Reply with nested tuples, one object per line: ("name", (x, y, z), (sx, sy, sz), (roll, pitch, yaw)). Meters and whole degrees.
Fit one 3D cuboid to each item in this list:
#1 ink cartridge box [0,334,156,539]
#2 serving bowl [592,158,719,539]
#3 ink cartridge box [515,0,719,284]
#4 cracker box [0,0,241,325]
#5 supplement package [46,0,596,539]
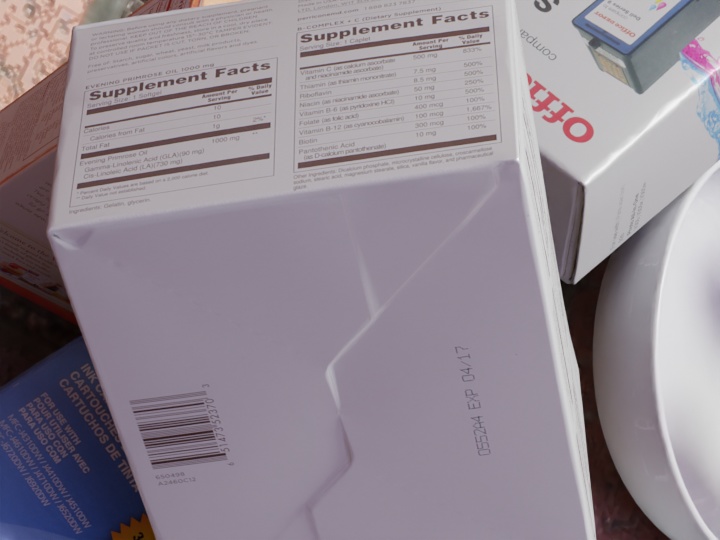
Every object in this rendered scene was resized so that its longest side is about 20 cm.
("ink cartridge box", (-0.113, 0.108, 1.010), (0.200, 0.076, 0.137), (-35, 89, -23))
("serving bowl", (0.167, 0.041, 1.189), (0.200, 0.066, 0.201), (2, 87, -51))
("ink cartridge box", (0.110, -0.111, 1.125), (0.200, 0.088, 0.145), (-40, 65, -21))
("cracker box", (-0.066, -0.033, 1.000), (0.134, 0.200, 0.058), (31, 57, -25))
("supplement package", (-0.008, 0.013, 0.885), (0.155, 0.111, 0.200), (-8, 131, 7))
